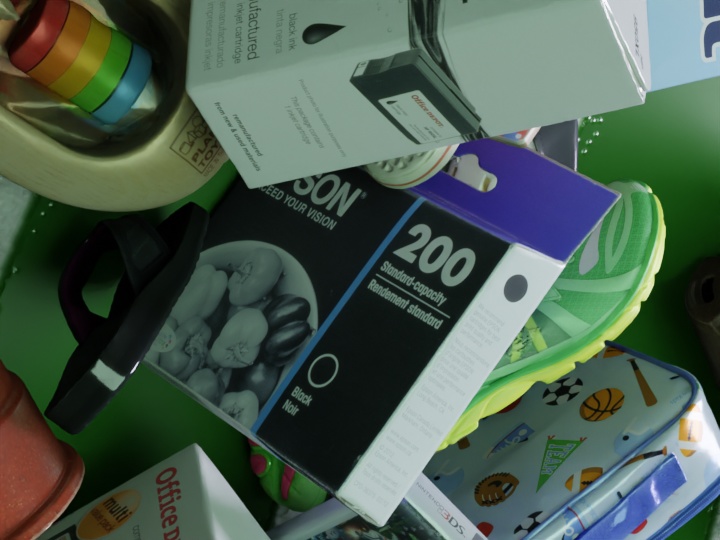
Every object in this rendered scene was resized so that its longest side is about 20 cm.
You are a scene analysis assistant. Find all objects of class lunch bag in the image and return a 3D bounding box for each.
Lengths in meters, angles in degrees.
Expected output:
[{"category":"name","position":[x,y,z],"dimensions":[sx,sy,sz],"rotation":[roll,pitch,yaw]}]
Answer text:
[{"category":"lunch bag","position":[0.095,0.123,1.369],"dimensions":[0.200,0.160,0.076],"rotation":[-38,118,-16]}]

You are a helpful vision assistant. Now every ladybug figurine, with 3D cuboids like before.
[{"category":"ladybug figurine","position":[-0.142,-0.106,1.223],"dimensions":[0.200,0.072,0.136],"rotation":[38,84,-31]}]

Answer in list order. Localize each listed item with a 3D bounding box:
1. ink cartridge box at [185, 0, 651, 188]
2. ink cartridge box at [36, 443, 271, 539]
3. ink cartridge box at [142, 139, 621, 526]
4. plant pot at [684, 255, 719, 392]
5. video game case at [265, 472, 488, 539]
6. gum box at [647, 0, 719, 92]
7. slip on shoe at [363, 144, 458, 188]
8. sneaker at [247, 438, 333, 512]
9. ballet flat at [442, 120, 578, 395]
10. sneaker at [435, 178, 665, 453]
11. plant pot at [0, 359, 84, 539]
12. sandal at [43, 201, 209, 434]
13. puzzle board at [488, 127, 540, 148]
[{"category":"ink cartridge box","position":[0.027,-0.136,1.194],"dimensions":[0.200,0.145,0.084],"rotation":[-12,143,17]},{"category":"ink cartridge box","position":[-0.120,0.214,1.247],"dimensions":[0.200,0.147,0.145],"rotation":[-30,116,5]},{"category":"ink cartridge box","position":[0.000,0.000,1.259],"dimensions":[0.200,0.198,0.043],"rotation":[-53,133,-7]},{"category":"plant pot","position":[0.292,0.068,1.453],"dimensions":[0.200,0.200,0.198],"rotation":[-36,111,-16]},{"category":"video game case","position":[0.032,0.190,1.308],"dimensions":[0.182,0.200,0.023],"rotation":[45,55,-9]},{"category":"gum box","position":[0.187,-0.192,1.397],"dimensions":[0.200,0.045,0.170],"rotation":[-14,111,-24]},{"category":"slip on shoe","position":[0.053,-0.112,1.292],"dimensions":[0.061,0.074,0.200],"rotation":[58,38,-35]},{"category":"sneaker","position":[0.001,0.031,1.351],"dimensions":[0.084,0.077,0.200],"rotation":[8,106,-45]},{"category":"ballet flat","position":[0.073,-0.024,1.356],"dimensions":[0.073,0.073,0.200],"rotation":[1,99,-29]},{"category":"sneaker","position":[0.070,0.017,1.286],"dimensions":[0.200,0.074,0.084],"rotation":[-37,122,-6]},{"category":"plant pot","position":[-0.254,0.043,1.144],"dimensions":[0.201,0.201,0.195],"rotation":[-28,108,-19]},{"category":"sandal","position":[-0.116,0.007,1.211],"dimensions":[0.048,0.200,0.075],"rotation":[39,110,-9]},{"category":"puzzle board","position":[0.069,-0.158,1.257],"dimensions":[0.200,0.151,0.017],"rotation":[-56,141,-19]}]
